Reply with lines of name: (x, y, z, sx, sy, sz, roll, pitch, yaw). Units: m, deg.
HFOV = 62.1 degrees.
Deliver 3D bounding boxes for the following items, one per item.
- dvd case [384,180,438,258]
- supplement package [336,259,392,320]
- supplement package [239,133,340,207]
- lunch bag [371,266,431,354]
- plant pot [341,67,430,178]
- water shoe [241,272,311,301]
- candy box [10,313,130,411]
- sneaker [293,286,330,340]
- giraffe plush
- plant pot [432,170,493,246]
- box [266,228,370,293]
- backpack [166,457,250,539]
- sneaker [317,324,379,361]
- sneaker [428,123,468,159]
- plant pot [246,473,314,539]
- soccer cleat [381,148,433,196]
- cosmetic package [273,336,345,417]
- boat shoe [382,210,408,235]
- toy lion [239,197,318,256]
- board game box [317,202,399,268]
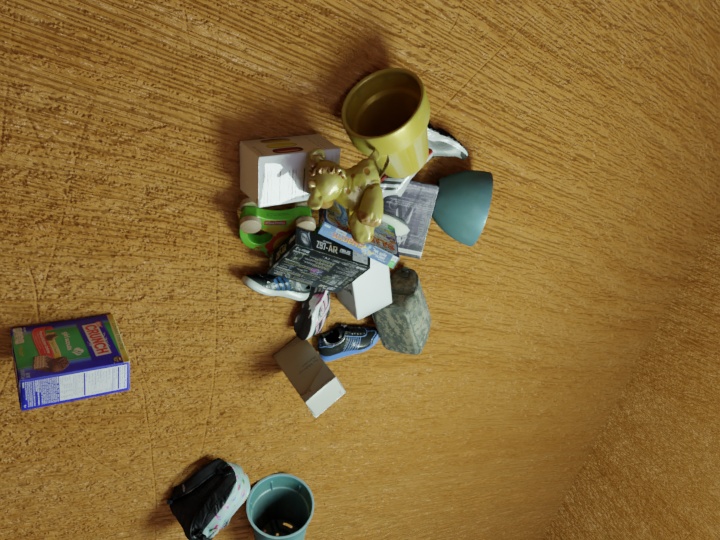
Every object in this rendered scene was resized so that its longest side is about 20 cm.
dvd case: (0.114, -0.139, 1.582, 0.144, 0.016, 0.205, 9, 111, -8)
supplement package: (0.000, 0.000, 1.553, 0.115, 0.117, 0.205, -24, 127, -23)
supplement package: (-0.155, -0.222, 1.311, 0.196, 0.113, 0.112, -13, 124, -31)
lunch bag: (0.128, 0.115, 1.699, 0.169, 0.136, 0.203, -58, 141, -37)
plant pot: (0.075, -0.323, 1.383, 0.201, 0.200, 0.190, -44, 146, -6)
water shoe: (-0.201, 0.018, 1.453, 0.197, 0.071, 0.081, 14, 98, -47)
candy box: (-0.574, 0.176, 1.189, 0.196, 0.169, 0.079, -6, 123, -34)
sneaker: (-0.111, 0.079, 1.558, 0.085, 0.080, 0.204, -3, 121, -56)
giraffe plush: (-0.040, -0.169, 1.261, 0.157, 0.175, 0.203, 4, 133, -15)
plant pot: (0.261, -0.181, 1.616, 0.131, 0.201, 0.205, 13, 111, -4)
box: (-0.097, -0.017, 1.388, 0.196, 0.045, 0.160, 17, 148, -27)
backpack: (-0.393, 0.602, 1.594, 0.201, 0.166, 0.127, -47, 153, -7)
sneaker: (-0.030, 0.186, 1.670, 0.196, 0.070, 0.080, -19, 130, -27)
sneaker: (0.198, -0.325, 1.553, 0.196, 0.074, 0.081, 13, 117, -34)
plant pot: (-0.237, 0.749, 1.765, 0.196, 0.200, 0.200, -16, 132, -28)
soccer cleat: (0.102, -0.236, 1.502, 0.197, 0.069, 0.086, -32, 120, 5)
cosmetic package: (-0.135, 0.267, 1.548, 0.103, 0.199, 0.074, -37, 132, -12)
boat shoe: (0.034, -0.148, 1.483, 0.195, 0.063, 0.073, 20, 149, -12)
toy lion: (-0.181, -0.081, 1.377, 0.194, 0.070, 0.193, 0, 148, -13)
board game box: (-0.005, -0.093, 1.391, 0.196, 0.137, 0.035, 24, 121, -18)
